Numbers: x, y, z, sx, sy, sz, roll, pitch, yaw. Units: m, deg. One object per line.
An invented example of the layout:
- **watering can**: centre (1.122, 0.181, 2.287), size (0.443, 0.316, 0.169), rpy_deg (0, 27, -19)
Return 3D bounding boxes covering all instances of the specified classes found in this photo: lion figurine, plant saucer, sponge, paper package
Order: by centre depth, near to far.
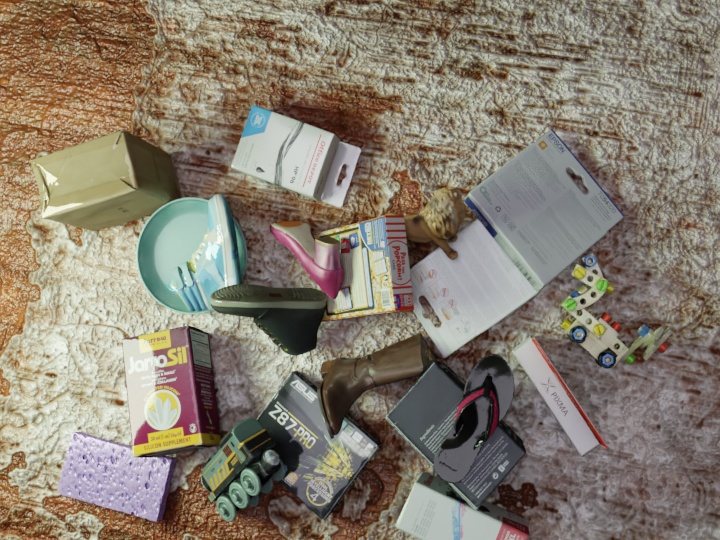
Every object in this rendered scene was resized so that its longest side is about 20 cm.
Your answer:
- **lion figurine**: centre (0.090, -0.071, 1.614), size (0.197, 0.123, 0.074), rpy_deg (-12, 49, 26)
- **paper package**: centre (-0.434, -0.147, 1.689), size (0.187, 0.200, 0.106), rpy_deg (-16, 83, 8)
- **plant saucer**: centre (-0.294, -0.026, 1.732), size (0.195, 0.036, 0.205), rpy_deg (0, 92, 2)
- **sponge**: centre (-0.433, 0.365, 1.746), size (0.196, 0.030, 0.114), rpy_deg (13, 88, 11)

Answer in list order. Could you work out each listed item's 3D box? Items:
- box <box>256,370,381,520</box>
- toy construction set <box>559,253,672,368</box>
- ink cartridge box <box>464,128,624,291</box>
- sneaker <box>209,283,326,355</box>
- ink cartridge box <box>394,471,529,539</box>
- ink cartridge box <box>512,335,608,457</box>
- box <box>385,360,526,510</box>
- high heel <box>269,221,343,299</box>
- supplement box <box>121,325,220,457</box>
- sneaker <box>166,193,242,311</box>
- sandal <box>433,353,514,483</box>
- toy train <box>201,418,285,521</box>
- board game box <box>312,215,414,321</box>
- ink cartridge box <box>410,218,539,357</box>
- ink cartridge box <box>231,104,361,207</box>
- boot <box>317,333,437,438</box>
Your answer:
- **box**: centre (-0.086, 0.298, 1.685), size (0.199, 0.049, 0.162), rpy_deg (39, 92, 11)
- **toy construction set**: centre (0.406, 0.081, 1.603), size (0.200, 0.092, 0.132), rpy_deg (42, 94, 20)
- **ink cartridge box**: centre (0.306, -0.102, 1.636), size (0.199, 0.043, 0.197), rpy_deg (-36, 82, -18)
- **sneaker**: centre (-0.157, 0.088, 1.644), size (0.196, 0.075, 0.108), rpy_deg (4, 113, -14)
- **ink cartridge box**: centre (0.166, 0.410, 1.589), size (0.197, 0.146, 0.084), rpy_deg (24, 89, 9)
- **ink cartridge box**: centre (0.313, 0.200, 1.562), size (0.044, 0.176, 0.202), rpy_deg (-34, 82, 6)
- **box**: centre (0.154, 0.256, 1.572), size (0.196, 0.200, 0.124), rpy_deg (42, 92, 8)
- **high heel**: centre (-0.094, -0.023, 1.669), size (0.198, 0.067, 0.098), rpy_deg (21, 116, 45)
- **supplement box**: centre (-0.324, 0.210, 1.689), size (0.128, 0.103, 0.204), rpy_deg (-12, 77, 9)
- **sneaker**: centre (-0.273, -0.024, 1.675), size (0.128, 0.080, 0.205), rpy_deg (-7, 91, 0)
- **sandal**: centre (0.170, 0.221, 1.449), size (0.074, 0.045, 0.203), rpy_deg (26, 87, 8)
- **toy train**: centre (-0.202, 0.336, 1.652), size (0.115, 0.085, 0.200), rpy_deg (53, 134, 14)
- **board game box**: centre (0.000, 0.000, 1.629), size (0.198, 0.046, 0.155), rpy_deg (-10, 84, 50)
- **ink cartridge box**: centre (0.181, 0.026, 1.662), size (0.199, 0.047, 0.162), rpy_deg (-36, 82, 9)
- **ink cartridge box**: centre (-0.110, -0.197, 1.706), size (0.196, 0.068, 0.118), rpy_deg (20, 90, 9)
- **boot**: centre (0.031, 0.185, 1.619), size (0.196, 0.188, 0.065), rpy_deg (-14, 124, 8)
